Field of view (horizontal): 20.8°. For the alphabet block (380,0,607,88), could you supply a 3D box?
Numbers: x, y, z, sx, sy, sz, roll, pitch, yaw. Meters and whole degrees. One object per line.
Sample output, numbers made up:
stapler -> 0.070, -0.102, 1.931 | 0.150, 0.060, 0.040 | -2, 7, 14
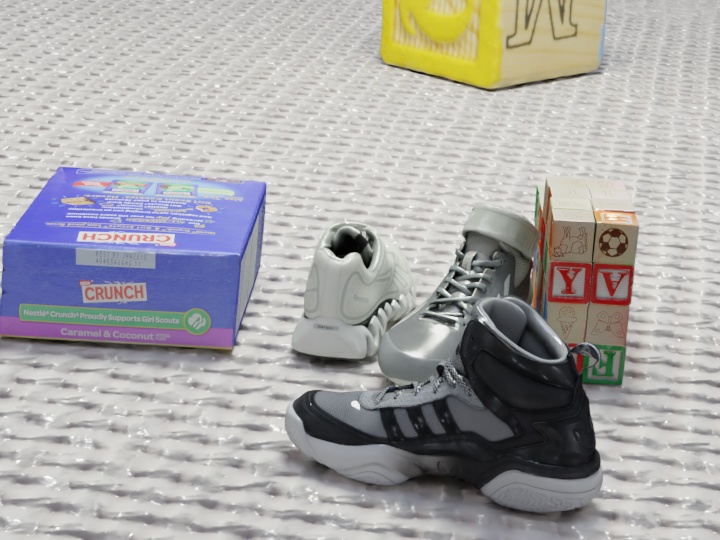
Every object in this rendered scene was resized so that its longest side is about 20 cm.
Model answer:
alphabet block -> 0.160, -0.334, 2.308 | 0.199, 0.198, 0.194 | -14, 23, -43

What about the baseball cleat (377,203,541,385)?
baseball cleat -> 0.068, 0.012, 1.351 | 0.069, 0.107, 0.200 | 14, 22, 19

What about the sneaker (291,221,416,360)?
sneaker -> 0.000, 0.000, 1.424 | 0.074, 0.082, 0.200 | 4, 16, 8

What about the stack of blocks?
stack of blocks -> 0.158, -0.008, 1.413 | 0.058, 0.116, 0.200 | 4, 17, 1

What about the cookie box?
cookie box -> -0.162, -0.012, 1.440 | 0.169, 0.076, 0.200 | 4, 17, 2

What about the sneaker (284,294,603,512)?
sneaker -> 0.051, 0.068, 1.157 | 0.198, 0.115, 0.075 | 10, 18, 21
